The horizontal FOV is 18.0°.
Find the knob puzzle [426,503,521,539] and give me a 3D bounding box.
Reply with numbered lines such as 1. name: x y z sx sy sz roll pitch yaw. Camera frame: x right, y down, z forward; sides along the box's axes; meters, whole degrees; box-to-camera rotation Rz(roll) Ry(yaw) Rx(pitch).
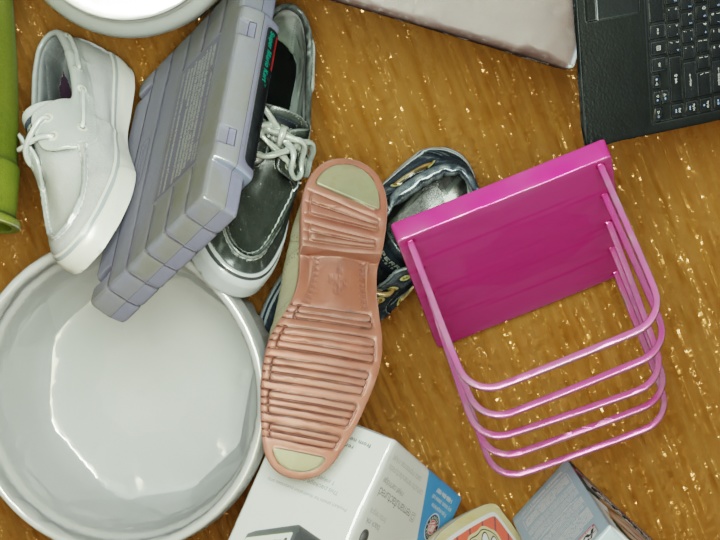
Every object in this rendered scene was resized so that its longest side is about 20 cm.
1. knob puzzle: 0.097 0.245 1.486 0.030 0.220 0.221 -23 99 34

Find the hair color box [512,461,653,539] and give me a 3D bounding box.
1. hair color box: 0.162 0.194 1.463 0.099 0.200 0.061 42 94 -7

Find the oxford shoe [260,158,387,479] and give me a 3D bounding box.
1. oxford shoe: -0.023 0.035 1.418 0.070 0.074 0.201 15 75 -7

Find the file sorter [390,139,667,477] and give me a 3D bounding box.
1. file sorter: 0.117 0.035 1.425 0.138 0.200 0.126 -21 68 1

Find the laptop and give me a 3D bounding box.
1. laptop: 0.234 -0.167 1.340 0.199 0.103 0.179 -12 108 -22

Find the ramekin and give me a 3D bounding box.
1. ramekin: -0.145 0.077 1.471 0.199 0.105 0.202 1 93 11

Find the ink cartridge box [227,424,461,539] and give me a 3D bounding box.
1. ink cartridge box: -0.028 0.205 1.454 0.083 0.145 0.201 19 78 25

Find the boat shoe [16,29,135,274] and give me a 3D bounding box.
1. boat shoe: -0.182 -0.081 1.421 0.068 0.201 0.072 32 128 -27

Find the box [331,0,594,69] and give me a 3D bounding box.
1. box: 0.054 -0.234 1.424 0.199 0.166 0.165 16 96 -3

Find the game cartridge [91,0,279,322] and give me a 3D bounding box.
1. game cartridge: -0.104 -0.076 1.388 0.038 0.201 0.129 34 131 -26

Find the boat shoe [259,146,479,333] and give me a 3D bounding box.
1. boat shoe: 0.000 0.000 1.489 0.071 0.091 0.200 40 94 -6

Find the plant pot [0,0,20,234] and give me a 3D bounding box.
1. plant pot: -0.296 -0.136 1.425 0.199 0.200 0.194 9 85 -3

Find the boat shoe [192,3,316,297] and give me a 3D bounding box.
1. boat shoe: -0.061 -0.080 1.436 0.073 0.068 0.200 25 54 -19

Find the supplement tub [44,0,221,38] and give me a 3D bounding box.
1. supplement tub: -0.139 -0.218 1.403 0.144 0.200 0.146 0 97 -1
